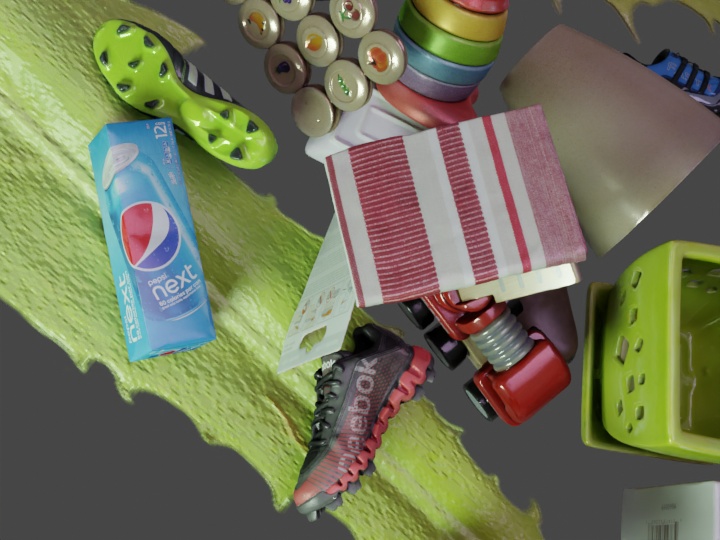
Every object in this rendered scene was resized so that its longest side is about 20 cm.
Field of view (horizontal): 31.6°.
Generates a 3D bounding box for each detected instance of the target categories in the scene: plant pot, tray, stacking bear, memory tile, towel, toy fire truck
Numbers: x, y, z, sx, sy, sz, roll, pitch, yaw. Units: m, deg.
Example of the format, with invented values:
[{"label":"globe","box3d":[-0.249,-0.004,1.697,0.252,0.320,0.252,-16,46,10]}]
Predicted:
[{"label":"plant pot","box3d":[0.333,0.097,1.282,0.197,0.181,0.203,11,73,-24]},{"label":"tray","box3d":[0.053,-0.120,1.258,0.198,0.022,0.108,25,69,-4]},{"label":"stacking bear","box3d":[0.098,-0.248,1.220,0.112,0.201,0.122,18,35,-9]},{"label":"memory tile","box3d":[-0.052,-0.237,1.189,0.017,0.153,0.201,-35,94,-49]},{"label":"towel","box3d":[0.078,-0.054,1.076,0.197,0.023,0.146,-13,71,-3]},{"label":"toy fire truck","box3d":[0.140,0.048,1.170,0.128,0.200,0.177,-38,96,-6]},{"label":"plant pot","box3d":[0.245,-0.151,1.310,0.200,0.187,0.187,47,63,5]}]

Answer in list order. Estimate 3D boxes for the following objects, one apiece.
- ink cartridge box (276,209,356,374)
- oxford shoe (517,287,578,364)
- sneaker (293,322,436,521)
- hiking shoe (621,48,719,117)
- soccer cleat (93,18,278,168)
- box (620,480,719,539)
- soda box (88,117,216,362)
[{"label":"ink cartridge box","box3d":[0.000,0.000,1.152,0.047,0.160,0.202,26,69,-17]},{"label":"oxford shoe","box3d":[0.179,0.001,1.284,0.072,0.084,0.202,-21,90,-30]},{"label":"sneaker","box3d":[-0.015,0.131,1.167,0.098,0.071,0.201,41,62,-12]},{"label":"hiking shoe","box3d":[0.368,-0.210,1.427,0.198,0.074,0.088,-7,82,-27]},{"label":"soccer cleat","box3d":[-0.161,-0.157,1.167,0.199,0.081,0.068,37,94,7]},{"label":"box","box3d":[0.385,0.281,1.282,0.198,0.152,0.108,12,73,-24]},{"label":"soda box","box3d":[-0.185,-0.027,1.120,0.063,0.068,0.203,-10,83,-27]}]
